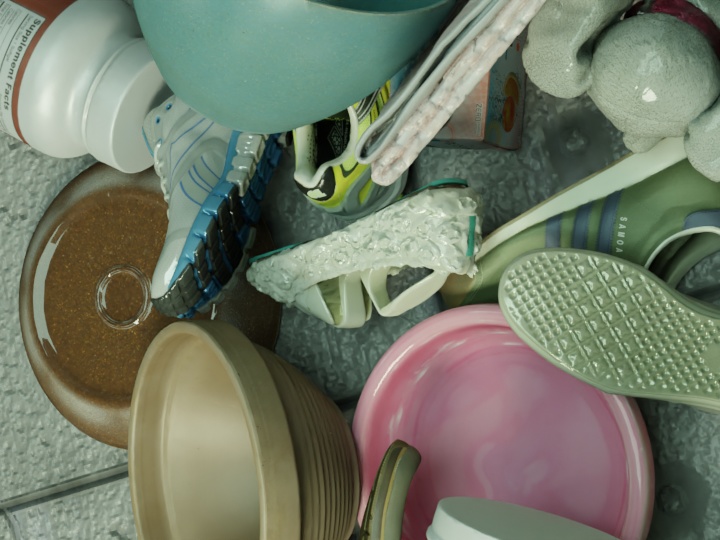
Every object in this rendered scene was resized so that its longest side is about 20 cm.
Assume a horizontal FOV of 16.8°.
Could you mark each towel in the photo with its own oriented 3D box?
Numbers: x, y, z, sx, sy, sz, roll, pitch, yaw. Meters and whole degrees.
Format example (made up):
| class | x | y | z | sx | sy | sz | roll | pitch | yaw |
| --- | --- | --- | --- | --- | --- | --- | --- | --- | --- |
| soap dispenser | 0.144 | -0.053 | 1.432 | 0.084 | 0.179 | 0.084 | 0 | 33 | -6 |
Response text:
| class | x | y | z | sx | sy | sz | roll | pitch | yaw |
| --- | --- | --- | --- | --- | --- | --- | --- | --- | --- |
| towel | 0.072 | -0.142 | 1.352 | 0.032 | 0.191 | 0.200 | 40 | 104 | -4 |

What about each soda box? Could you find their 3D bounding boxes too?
| class | x | y | z | sx | sy | sz | roll | pitch | yaw |
| --- | --- | --- | --- | --- | --- | --- | --- | --- | --- |
| soda box | 0.064 | -0.175 | 1.490 | 0.068 | 0.064 | 0.201 | 3 | 88 | 25 |

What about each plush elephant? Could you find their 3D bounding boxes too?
| class | x | y | z | sx | sy | sz | roll | pitch | yaw |
| --- | --- | --- | --- | --- | --- | --- | --- | --- | --- |
| plush elephant | 0.184 | -0.125 | 1.347 | 0.165 | 0.200 | 0.155 | 39 | 85 | 15 |

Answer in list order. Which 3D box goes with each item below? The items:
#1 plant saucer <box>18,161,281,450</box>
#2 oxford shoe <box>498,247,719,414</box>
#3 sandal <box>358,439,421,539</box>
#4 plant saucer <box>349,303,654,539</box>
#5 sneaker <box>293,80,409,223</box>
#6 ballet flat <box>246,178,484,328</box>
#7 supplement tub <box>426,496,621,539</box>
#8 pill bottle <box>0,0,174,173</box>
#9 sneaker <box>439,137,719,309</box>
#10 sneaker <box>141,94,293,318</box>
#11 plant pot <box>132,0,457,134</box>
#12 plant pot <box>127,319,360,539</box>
| class | x | y | z | sx | sy | sz | roll | pitch | yaw |
| --- | --- | --- | --- | --- | --- | --- | --- | --- | --- |
| plant saucer | -0.147 | 0.018 | 1.594 | 0.200 | 0.037 | 0.201 | -2 | 86 | 26 |
| oxford shoe | 0.171 | 0.041 | 1.391 | 0.199 | 0.058 | 0.075 | 17 | 86 | -5 |
| sandal | 0.017 | 0.200 | 1.425 | 0.054 | 0.080 | 0.201 | 14 | 79 | -4 |
| plant saucer | 0.089 | 0.119 | 1.456 | 0.200 | 0.051 | 0.201 | 3 | 96 | 31 |
| sneaker | -0.005 | -0.132 | 1.513 | 0.075 | 0.076 | 0.201 | -5 | 82 | 27 |
| ballet flat | 0.000 | 0.000 | 1.475 | 0.200 | 0.072 | 0.072 | -22 | 77 | 49 |
| supplement tub | 0.075 | 0.238 | 1.342 | 0.145 | 0.145 | 0.201 | 18 | 96 | 25 |
| pill bottle | -0.211 | -0.142 | 1.591 | 0.200 | 0.112 | 0.112 | 28 | 99 | 24 |
| sneaker | 0.144 | -0.003 | 1.439 | 0.200 | 0.067 | 0.090 | -31 | 72 | 19 |
| sneaker | -0.102 | -0.060 | 1.522 | 0.086 | 0.075 | 0.200 | 13 | 60 | 14 |
| plant pot | -0.052 | -0.160 | 1.415 | 0.200 | 0.200 | 0.135 | 43 | 130 | 21 |
| plant pot | -0.063 | 0.128 | 1.495 | 0.201 | 0.092 | 0.202 | 12 | 104 | 60 |
